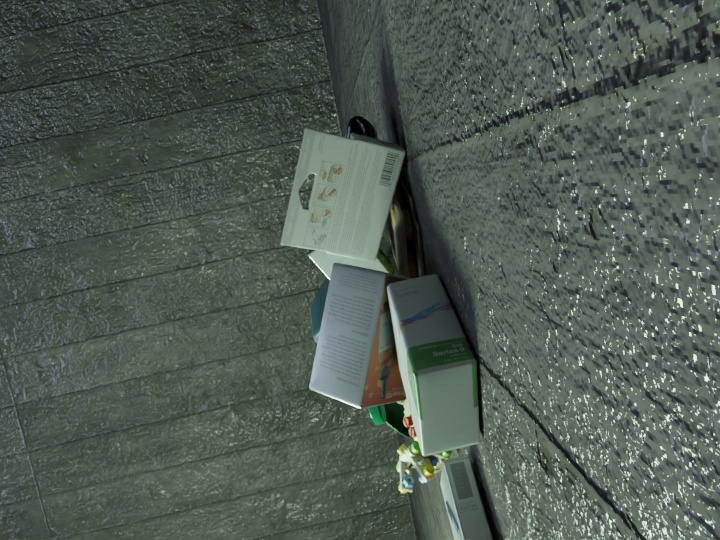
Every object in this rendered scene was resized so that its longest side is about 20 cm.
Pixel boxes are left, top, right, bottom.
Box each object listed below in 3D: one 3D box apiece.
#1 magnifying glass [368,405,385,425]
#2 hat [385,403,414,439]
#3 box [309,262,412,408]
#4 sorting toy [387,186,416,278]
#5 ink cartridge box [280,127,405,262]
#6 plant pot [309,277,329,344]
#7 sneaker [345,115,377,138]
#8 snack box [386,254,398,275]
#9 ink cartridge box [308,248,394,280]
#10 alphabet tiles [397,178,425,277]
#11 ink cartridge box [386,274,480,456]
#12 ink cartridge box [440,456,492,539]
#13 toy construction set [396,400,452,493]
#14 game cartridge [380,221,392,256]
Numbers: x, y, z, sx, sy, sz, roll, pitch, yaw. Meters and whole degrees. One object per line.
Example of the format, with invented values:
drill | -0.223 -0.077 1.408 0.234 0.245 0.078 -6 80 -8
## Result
magnifying glass | 0.031 0.221 1.128 0.200 0.022 0.082 -79 -29 -77
hat | 0.126 0.226 1.224 0.179 0.162 0.201 -60 15 22
box | 0.017 0.103 0.971 0.151 0.104 0.206 9 -87 -58
sorting toy | 0.073 -0.070 1.104 0.203 0.035 0.188 -97 -2 -50
ink cartridge box | -0.033 -0.127 1.004 0.045 0.171 0.205 -113 37 -63
plant pot | -0.011 0.110 1.418 0.197 0.197 0.198 52 -166 -34
sneaker | -0.001 -0.167 1.055 0.088 0.074 0.206 -15 -82 -82
snack box | 0.093 0.088 1.229 0.143 0.052 0.205 79 178 -65
ink cartridge box | 0.000 0.000 1.148 0.201 0.103 0.060 50 -161 -21
alphabet tiles | 0.091 -0.073 1.087 0.201 0.006 0.170 -104 5 -63
ink cartridge box | 0.098 0.123 0.831 0.201 0.085 0.149 -107 6 -59
ink cartridge box | 0.164 0.408 0.886 0.178 0.043 0.204 83 176 -52
toy construction set | 0.094 0.278 1.059 0.092 0.128 0.204 -50 51 49
game cartridge | 0.020 -0.106 1.192 0.041 0.131 0.205 27 129 45
